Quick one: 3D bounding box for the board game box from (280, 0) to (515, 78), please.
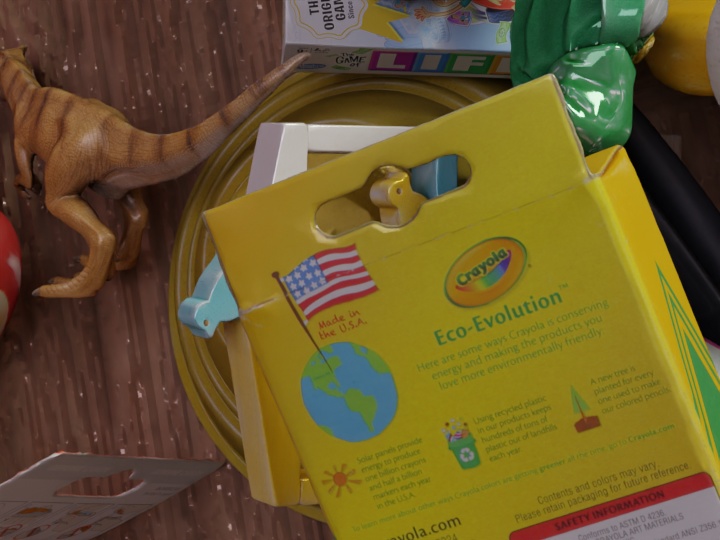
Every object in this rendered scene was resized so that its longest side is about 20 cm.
[{"bbox_3d":[0.037,-0.175,0.827,0.134,0.034,0.201,1,77,-4],"label":"board game box"}]

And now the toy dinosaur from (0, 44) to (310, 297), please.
[{"bbox_3d":[-0.103,-0.045,0.849,0.200,0.060,0.107,18,117,45],"label":"toy dinosaur"}]

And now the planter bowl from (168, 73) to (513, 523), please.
[{"bbox_3d":[0.000,0.000,0.824,0.199,0.083,0.202,-3,82,19],"label":"planter bowl"}]

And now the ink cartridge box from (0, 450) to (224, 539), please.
[{"bbox_3d":[-0.173,0.096,0.830,0.199,0.162,0.050,-29,76,14],"label":"ink cartridge box"}]

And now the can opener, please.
[{"bbox_3d":[0.123,0.002,0.758,0.079,0.063,0.200,-36,95,28],"label":"can opener"}]

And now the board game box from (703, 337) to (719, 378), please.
[{"bbox_3d":[0.101,0.131,0.734,0.147,0.064,0.201,29,109,8],"label":"board game box"}]

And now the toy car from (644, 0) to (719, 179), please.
[{"bbox_3d":[0.205,-0.084,0.736,0.199,0.175,0.150,-25,110,11],"label":"toy car"}]

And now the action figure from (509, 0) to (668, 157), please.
[{"bbox_3d":[0.087,-0.122,0.724,0.118,0.055,0.201,-34,36,51],"label":"action figure"}]

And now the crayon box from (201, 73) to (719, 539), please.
[{"bbox_3d":[0.048,0.048,0.667,0.126,0.051,0.201,-19,98,20],"label":"crayon box"}]

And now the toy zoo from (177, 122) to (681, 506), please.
[{"bbox_3d":[0.027,0.014,0.756,0.020,0.199,0.132,9,99,60],"label":"toy zoo"}]

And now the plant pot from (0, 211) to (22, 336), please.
[{"bbox_3d":[-0.248,-0.013,0.858,0.200,0.200,0.183,-46,76,8],"label":"plant pot"}]
